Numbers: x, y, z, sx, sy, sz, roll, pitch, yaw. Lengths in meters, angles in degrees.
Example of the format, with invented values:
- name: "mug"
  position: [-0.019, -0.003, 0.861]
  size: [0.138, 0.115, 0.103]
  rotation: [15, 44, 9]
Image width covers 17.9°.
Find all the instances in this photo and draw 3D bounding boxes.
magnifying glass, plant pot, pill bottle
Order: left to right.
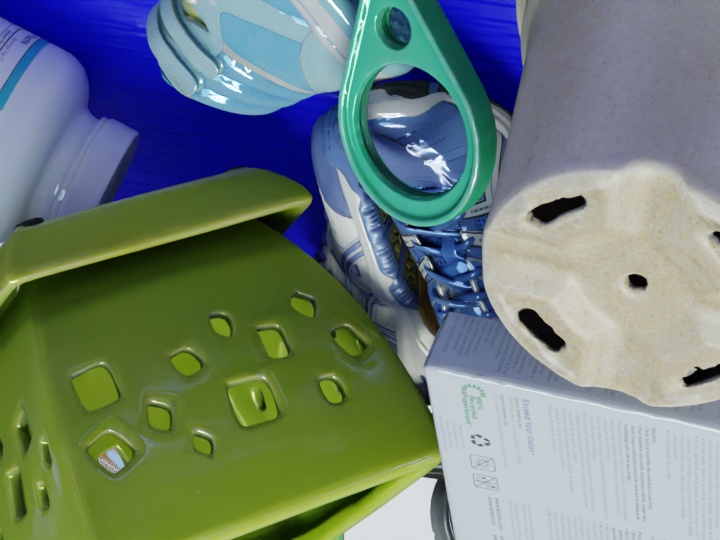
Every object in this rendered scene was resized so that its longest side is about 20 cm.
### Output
- name: "pill bottle"
  position: [-0.218, -0.085, 1.179]
  size: [0.199, 0.111, 0.111]
  rotation: [27, 138, -1]
- name: "plant pot"
  position: [-0.103, 0.067, 1.147]
  size: [0.200, 0.198, 0.182]
  rotation: [-42, 68, 58]
- name: "magnifying glass"
  position: [0.016, -0.116, 1.010]
  size: [0.079, 0.022, 0.201]
  rotation: [6, 112, 39]
- name: "plant pot"
  position: [0.139, -0.049, 0.989]
  size: [0.199, 0.184, 0.201]
  rotation: [14, 137, 13]

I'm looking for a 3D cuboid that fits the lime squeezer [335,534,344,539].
- name: "lime squeezer"
  position: [-0.042, 0.067, 1.267]
  size: [0.201, 0.070, 0.038]
  rotation: [57, 179, 6]

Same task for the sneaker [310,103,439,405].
- name: "sneaker"
  position: [0.000, 0.000, 1.186]
  size: [0.088, 0.075, 0.201]
  rotation: [-1, 131, 27]

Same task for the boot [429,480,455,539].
- name: "boot"
  position: [0.158, 0.162, 1.276]
  size: [0.199, 0.066, 0.165]
  rotation: [-5, 137, 33]

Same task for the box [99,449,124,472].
- name: "box"
  position: [-0.107, 0.087, 1.349]
  size: [0.199, 0.039, 0.137]
  rotation: [33, 137, -8]

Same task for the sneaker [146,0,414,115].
- name: "sneaker"
  position: [-0.074, -0.149, 1.072]
  size: [0.130, 0.080, 0.200]
  rotation: [-21, 119, 38]

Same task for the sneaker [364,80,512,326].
- name: "sneaker"
  position: [0.059, -0.017, 1.117]
  size: [0.075, 0.077, 0.200]
  rotation: [-13, 136, 36]

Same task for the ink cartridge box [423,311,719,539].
- name: "ink cartridge box"
  position: [0.136, 0.110, 1.072]
  size: [0.199, 0.041, 0.200]
  rotation: [14, 146, 18]

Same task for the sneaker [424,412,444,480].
- name: "sneaker"
  position: [0.088, 0.128, 1.205]
  size: [0.199, 0.107, 0.075]
  rotation: [0, 179, 2]
